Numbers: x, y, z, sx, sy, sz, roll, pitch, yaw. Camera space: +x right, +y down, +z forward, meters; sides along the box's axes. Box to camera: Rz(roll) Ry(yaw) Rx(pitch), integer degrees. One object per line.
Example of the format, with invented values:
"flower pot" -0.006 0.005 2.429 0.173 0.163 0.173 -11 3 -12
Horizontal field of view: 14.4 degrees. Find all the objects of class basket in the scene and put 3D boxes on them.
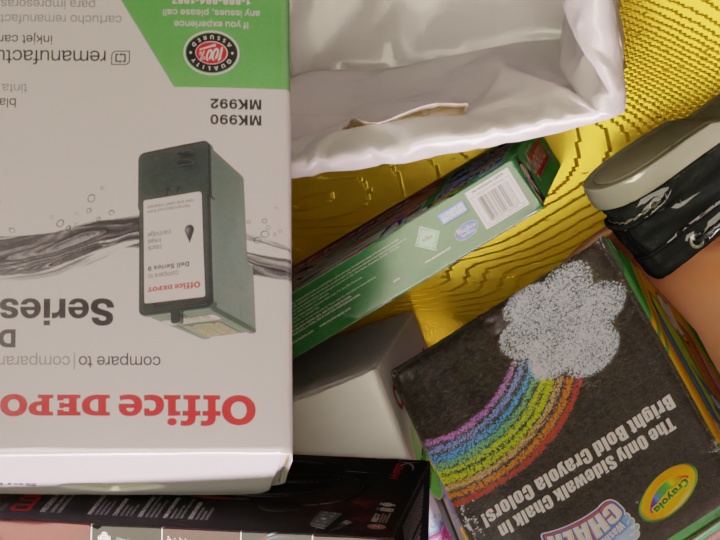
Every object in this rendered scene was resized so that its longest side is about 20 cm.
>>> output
"basket" 0.015 -0.159 1.315 0.197 0.161 0.201 -9 99 10

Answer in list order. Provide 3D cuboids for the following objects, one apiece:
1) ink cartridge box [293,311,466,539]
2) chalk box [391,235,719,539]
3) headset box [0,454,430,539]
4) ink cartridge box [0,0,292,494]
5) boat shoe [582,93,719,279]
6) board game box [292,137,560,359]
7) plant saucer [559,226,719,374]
"ink cartridge box" -0.013 0.146 1.380 0.146 0.147 0.201 -20 97 11
"chalk box" 0.122 0.112 1.282 0.125 0.124 0.200 -33 56 12
"headset box" -0.075 0.128 1.235 0.199 0.149 0.075 2 99 8
"ink cartridge box" -0.100 -0.012 1.181 0.145 0.084 0.201 0 77 -5
"boat shoe" 0.203 -0.061 1.338 0.199 0.074 0.066 -31 104 -13
"board game box" 0.000 0.000 1.358 0.200 0.135 0.029 -31 96 12
"plant saucer" 0.173 0.060 1.394 0.199 0.037 0.201 1 100 7
